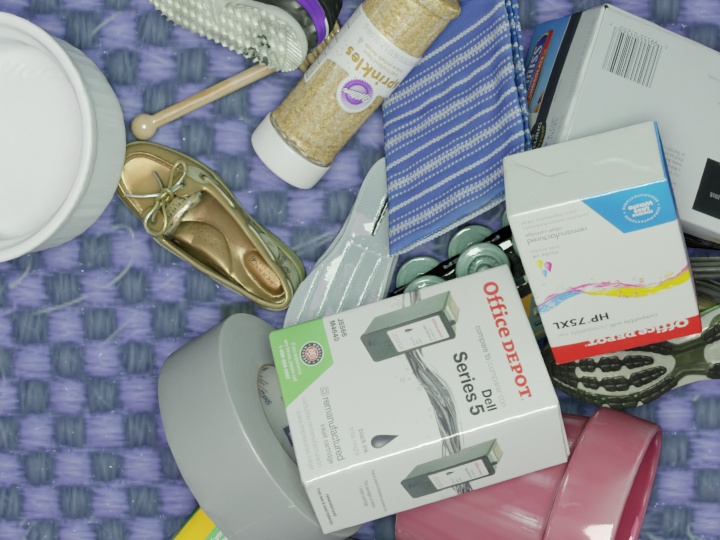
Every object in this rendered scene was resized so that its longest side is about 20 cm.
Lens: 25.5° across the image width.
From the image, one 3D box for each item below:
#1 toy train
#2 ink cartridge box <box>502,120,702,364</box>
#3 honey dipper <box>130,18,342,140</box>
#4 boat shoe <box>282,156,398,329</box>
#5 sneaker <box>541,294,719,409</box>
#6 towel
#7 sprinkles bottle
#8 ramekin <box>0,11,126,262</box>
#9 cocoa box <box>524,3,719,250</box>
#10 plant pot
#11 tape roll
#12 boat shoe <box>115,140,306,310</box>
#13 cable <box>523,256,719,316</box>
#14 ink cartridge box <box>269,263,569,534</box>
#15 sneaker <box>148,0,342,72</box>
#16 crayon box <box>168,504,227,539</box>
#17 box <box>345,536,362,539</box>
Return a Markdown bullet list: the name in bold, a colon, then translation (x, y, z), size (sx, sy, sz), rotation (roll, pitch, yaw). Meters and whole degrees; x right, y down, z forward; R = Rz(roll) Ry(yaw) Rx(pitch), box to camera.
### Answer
- **toy train**: translation (0.114, 0.021, 1.330), size (0.199, 0.085, 0.115), rotation (-30, 106, 4)
- **ink cartridge box**: translation (0.183, -0.004, 1.173), size (0.115, 0.068, 0.201), rotation (-13, 133, 12)
- **honey dipper**: translation (-0.104, -0.159, 1.344), size (0.199, 0.038, 0.038), rotation (-25, 94, 8)
- **boat shoe**: translation (0.000, 0.000, 1.327), size (0.072, 0.062, 0.201), rotation (29, 89, 9)
- **sneaker**: translation (0.242, 0.055, 1.322), size (0.198, 0.089, 0.078), rotation (-9, 120, -4)
- **towel**: translation (0.070, -0.123, 1.258), size (0.144, 0.202, 0.024), rotation (-29, 138, 34)
- **sprinkles bottle**: translation (-0.005, -0.159, 1.298), size (0.068, 0.068, 0.200), rotation (41, 111, -1)
- **ramekin**: translation (-0.290, -0.107, 1.310), size (0.198, 0.098, 0.203), rotation (0, 91, 17)
- **cocoa box**: translation (0.227, -0.106, 1.247), size (0.198, 0.131, 0.135), rotation (19, 87, -17)
- **plant pot**: translation (0.133, 0.193, 1.298), size (0.178, 0.200, 0.202), rotation (17, 97, 18)
- **tape roll**: translation (-0.077, 0.137, 1.287), size (0.066, 0.200, 0.201), rotation (-31, 94, 18)
- **boat shoe**: translation (-0.130, -0.039, 1.343), size (0.199, 0.063, 0.074), rotation (35, 98, 0)
- **cable**: translation (0.230, -0.006, 1.258), size (0.198, 0.051, 0.098), rotation (-7, 131, 0)
- **ink cartridge box**: translation (0.044, 0.096, 1.221), size (0.198, 0.084, 0.146), rotation (-17, 50, 0)
- **sneaker**: translation (-0.099, -0.241, 1.321), size (0.199, 0.070, 0.100), rotation (32, 57, 20)
- **crayon box**: translation (-0.110, 0.301, 1.380), size (0.172, 0.058, 0.200), rotation (41, 96, 0)
- **box**: translation (0.069, 0.291, 1.272), size (0.160, 0.200, 0.049), rotation (23, 99, -30)
